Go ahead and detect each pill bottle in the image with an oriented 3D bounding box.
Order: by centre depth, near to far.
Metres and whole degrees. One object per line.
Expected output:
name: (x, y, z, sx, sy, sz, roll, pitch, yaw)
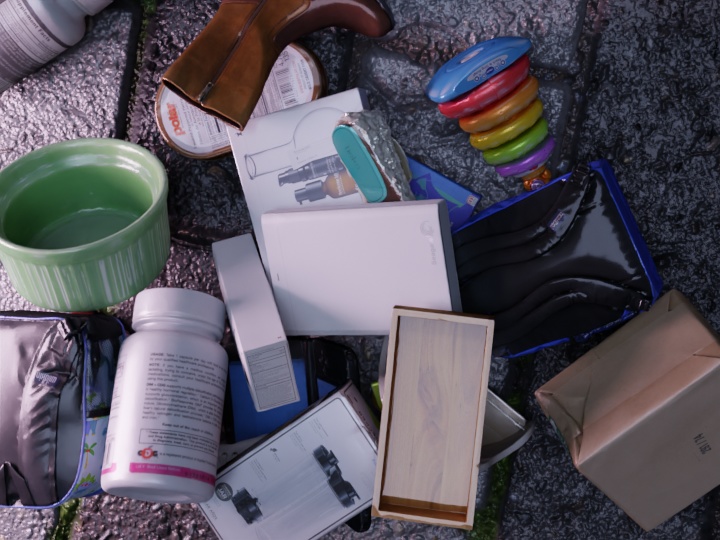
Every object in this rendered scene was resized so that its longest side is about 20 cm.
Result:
pill bottle: (-0.193, 0.127, 1.169, 0.112, 0.113, 0.202, 2, 71, 8)
pill bottle: (-0.375, -0.279, 1.273, 0.199, 0.111, 0.111, -31, 91, 10)

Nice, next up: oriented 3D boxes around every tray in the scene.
tray: (0.070, 0.140, 1.108, 0.098, 0.037, 0.202, 6, 94, 7)

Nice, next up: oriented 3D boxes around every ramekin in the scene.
ramekin: (-0.299, -0.047, 1.244, 0.198, 0.201, 0.098, 3, 131, 8)

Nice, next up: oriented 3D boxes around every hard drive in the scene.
hard drive: (0.000, 0.000, 1.160, 0.198, 0.026, 0.133, -2, 107, 28)

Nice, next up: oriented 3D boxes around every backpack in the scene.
backpack: (0.190, -0.001, 1.177, 0.199, 0.168, 0.164, -25, 86, 19)
backpack: (-0.328, 0.145, 1.227, 0.181, 0.147, 0.202, 1, 90, 24)

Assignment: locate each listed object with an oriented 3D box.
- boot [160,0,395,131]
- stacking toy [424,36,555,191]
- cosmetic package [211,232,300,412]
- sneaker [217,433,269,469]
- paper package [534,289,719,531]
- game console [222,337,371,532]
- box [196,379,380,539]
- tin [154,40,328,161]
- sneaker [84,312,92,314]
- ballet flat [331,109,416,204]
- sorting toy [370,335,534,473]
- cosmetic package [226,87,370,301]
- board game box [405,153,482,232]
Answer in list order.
boot: (-0.083, -0.234, 1.211, 0.187, 0.069, 0.201, 27, 68, 5)
stacking toy: (0.163, -0.141, 1.227, 0.115, 0.110, 0.201, -31, 105, 0)
cosmetic package: (-0.113, 0.050, 1.216, 0.050, 0.201, 0.083, -13, 126, -9)
sneaker: (-0.140, 0.225, 1.269, 0.199, 0.084, 0.074, -12, 89, 32)
paper package: (0.307, 0.148, 1.172, 0.190, 0.200, 0.104, -38, 45, 10)
game console: (-0.075, 0.183, 1.278, 0.115, 0.176, 0.202, -7, 96, -20)
box: (-0.062, 0.218, 1.194, 0.199, 0.060, 0.117, -36, 89, 12)
tin: (-0.135, -0.192, 1.286, 0.198, 0.042, 0.113, -17, 89, 10)
sneaker: (-0.279, 0.089, 1.314, 0.198, 0.078, 0.117, -18, 94, 8)
ballet flat: (0.038, -0.073, 1.170, 0.071, 0.072, 0.202, -21, 98, 10)
sorting toy: (0.077, 0.154, 1.217, 0.200, 0.180, 0.107, 39, 99, 3)
cosmetic package: (-0.043, -0.077, 1.231, 0.149, 0.052, 0.202, -15, 94, 12)
board game box: (0.012, -0.064, 1.273, 0.199, 0.045, 0.153, 29, 99, 5)
